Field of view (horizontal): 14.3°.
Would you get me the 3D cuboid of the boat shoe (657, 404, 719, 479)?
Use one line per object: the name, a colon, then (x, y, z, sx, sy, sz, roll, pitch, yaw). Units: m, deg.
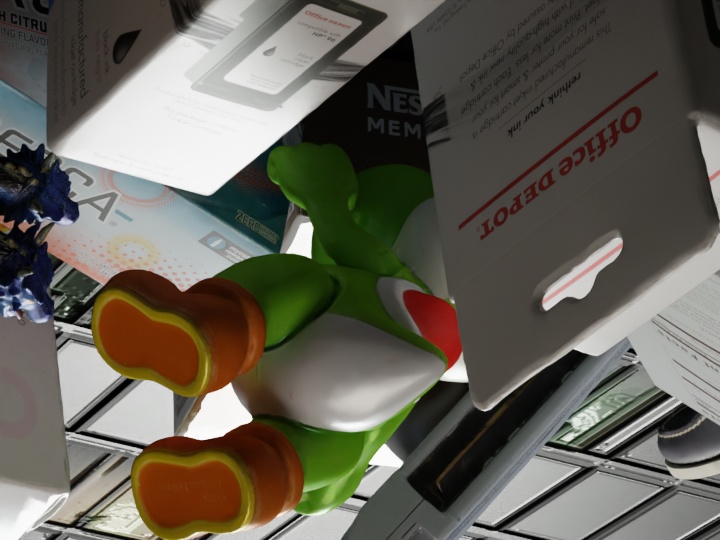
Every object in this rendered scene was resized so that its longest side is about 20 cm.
boat shoe: (0.192, 0.036, 1.298, 0.063, 0.073, 0.200, 51, 143, -2)

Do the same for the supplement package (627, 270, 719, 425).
supplement package: (0.161, -0.013, 1.090, 0.109, 0.114, 0.200, 33, 169, 32)

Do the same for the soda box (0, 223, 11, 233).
soda box: (-0.206, -0.063, 1.067, 0.199, 0.064, 0.068, 17, 146, -29)

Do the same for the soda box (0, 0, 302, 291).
soda box: (-0.118, -0.064, 1.018, 0.200, 0.064, 0.068, 32, 138, -28)

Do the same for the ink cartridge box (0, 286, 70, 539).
ink cartridge box: (-0.210, 0.009, 1.090, 0.199, 0.163, 0.057, 20, 134, -34)

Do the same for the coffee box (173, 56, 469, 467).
coffee box: (0.000, 0.000, 1.176, 0.114, 0.080, 0.200, 7, 150, -16)

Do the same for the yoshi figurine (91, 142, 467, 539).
yoshi figurine: (-0.010, 0.016, 0.982, 0.200, 0.112, 0.113, -25, 156, -44)

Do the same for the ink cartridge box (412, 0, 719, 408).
ink cartridge box: (0.082, -0.056, 0.929, 0.068, 0.201, 0.116, 20, 138, -34)

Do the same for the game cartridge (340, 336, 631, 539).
game cartridge: (0.058, 0.067, 1.204, 0.042, 0.200, 0.133, 43, 162, 3)

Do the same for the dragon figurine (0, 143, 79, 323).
dragon figurine: (-0.172, -0.050, 0.933, 0.099, 0.059, 0.200, -12, 139, 27)

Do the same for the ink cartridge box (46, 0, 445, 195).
ink cartridge box: (-0.024, -0.123, 0.917, 0.068, 0.117, 0.200, 16, 146, -31)
